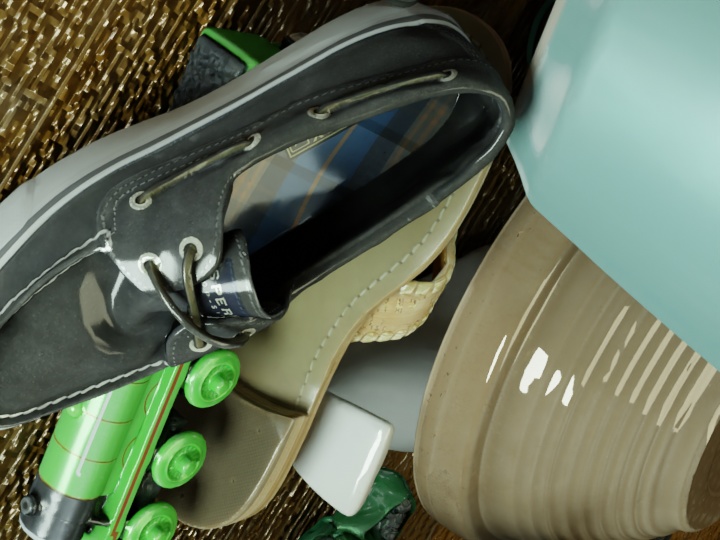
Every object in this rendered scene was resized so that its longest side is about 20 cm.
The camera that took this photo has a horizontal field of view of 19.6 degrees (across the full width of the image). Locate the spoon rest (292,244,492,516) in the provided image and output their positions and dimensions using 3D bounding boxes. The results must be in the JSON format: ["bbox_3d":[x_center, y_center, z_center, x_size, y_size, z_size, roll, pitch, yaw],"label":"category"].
[{"bbox_3d":[0.018,0.042,0.847,0.100,0.060,0.200,-66,165,18],"label":"spoon rest"}]

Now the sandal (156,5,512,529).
[{"bbox_3d":[-0.004,-0.004,0.739,0.212,0.078,0.070,-59,159,20],"label":"sandal"}]

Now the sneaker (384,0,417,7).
[{"bbox_3d":[0.034,-0.136,0.610,0.199,0.077,0.112,-7,127,-29],"label":"sneaker"}]

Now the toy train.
[{"bbox_3d":[-0.062,0.012,0.691,0.056,0.042,0.201,3,116,-49],"label":"toy train"}]

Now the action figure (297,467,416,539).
[{"bbox_3d":[-0.023,0.177,0.913,0.118,0.055,0.201,1,113,-56],"label":"action figure"}]

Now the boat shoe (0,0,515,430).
[{"bbox_3d":[-0.039,-0.008,0.623,0.200,0.066,0.070,-31,127,-11],"label":"boat shoe"}]

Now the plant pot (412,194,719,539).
[{"bbox_3d":[0.117,0.035,0.812,0.201,0.093,0.201,-40,147,-32],"label":"plant pot"}]

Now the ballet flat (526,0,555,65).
[{"bbox_3d":[0.152,-0.110,0.878,0.200,0.072,0.068,-28,139,-44],"label":"ballet flat"}]

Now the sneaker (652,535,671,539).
[{"bbox_3d":[0.132,0.047,0.964,0.073,0.112,0.200,-41,148,-30],"label":"sneaker"}]

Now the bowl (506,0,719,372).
[{"bbox_3d":[0.115,-0.075,0.673,0.201,0.105,0.202,23,90,-85],"label":"bowl"}]
